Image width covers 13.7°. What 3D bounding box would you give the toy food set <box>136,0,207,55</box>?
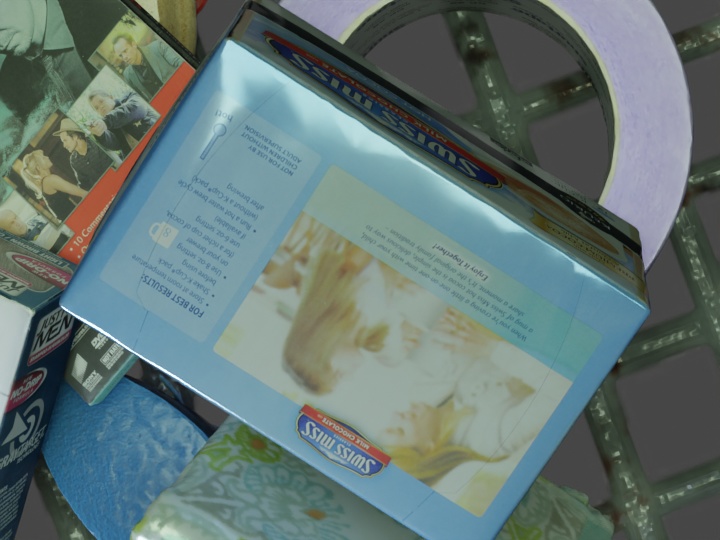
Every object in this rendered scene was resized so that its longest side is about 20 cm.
[{"bbox_3d":[-0.165,-0.108,1.368,0.200,0.049,0.198,45,89,5],"label":"toy food set"}]

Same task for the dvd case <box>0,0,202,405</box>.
[{"bbox_3d":[-0.141,-0.061,1.309,0.200,0.022,0.146,42,102,8],"label":"dvd case"}]

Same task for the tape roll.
[{"bbox_3d":[0.047,-0.057,1.335,0.199,0.085,0.201,0,86,3],"label":"tape roll"}]

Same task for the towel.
[{"bbox_3d":[0.010,0.117,1.279,0.171,0.200,0.048,33,120,5],"label":"towel"}]

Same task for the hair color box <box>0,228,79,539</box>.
[{"bbox_3d":[-0.194,0.075,1.306,0.100,0.061,0.200,25,115,14],"label":"hair color box"}]

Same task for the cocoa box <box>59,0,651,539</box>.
[{"bbox_3d":[0.000,0.000,1.213,0.200,0.131,0.134,32,102,-5],"label":"cocoa box"}]

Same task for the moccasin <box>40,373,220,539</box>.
[{"bbox_3d":[-0.062,0.119,1.340,0.200,0.068,0.081,43,97,6],"label":"moccasin"}]
